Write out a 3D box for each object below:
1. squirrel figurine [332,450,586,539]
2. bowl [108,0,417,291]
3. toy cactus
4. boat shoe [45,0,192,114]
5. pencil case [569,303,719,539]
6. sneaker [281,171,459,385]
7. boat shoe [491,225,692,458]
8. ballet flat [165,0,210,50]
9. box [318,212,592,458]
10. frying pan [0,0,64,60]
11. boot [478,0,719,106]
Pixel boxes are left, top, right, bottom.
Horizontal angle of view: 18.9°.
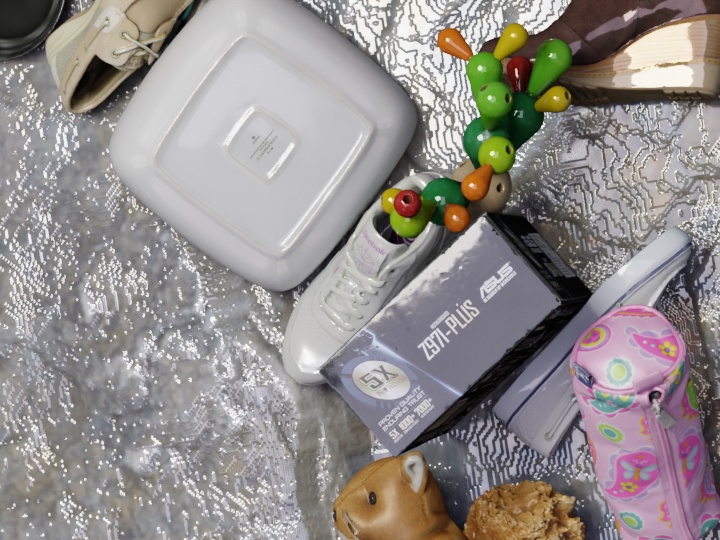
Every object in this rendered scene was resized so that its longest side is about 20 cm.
[{"bbox_3d":[0.073,0.223,1.629,0.198,0.142,0.188,-17,76,-1],"label":"squirrel figurine"},{"bbox_3d":[-0.076,-0.098,1.648,0.199,0.075,0.200,37,97,-8],"label":"bowl"},{"bbox_3d":[0.079,-0.082,1.557,0.102,0.165,0.201,24,62,14],"label":"toy cactus"},{"bbox_3d":[-0.176,-0.185,1.663,0.200,0.072,0.065,-31,64,44],"label":"boat shoe"},{"bbox_3d":[0.206,0.118,1.552,0.087,0.201,0.088,-10,44,9],"label":"pencil case"},{"bbox_3d":[0.000,0.000,1.645,0.075,0.100,0.200,41,98,18],"label":"sneaker"},{"bbox_3d":[0.193,0.063,1.613,0.086,0.075,0.202,44,102,10],"label":"boat shoe"},{"bbox_3d":[-0.120,-0.184,1.703,0.062,0.067,0.201,18,99,-15],"label":"ballet flat"},{"bbox_3d":[0.074,0.044,1.576,0.164,0.200,0.086,-44,82,10],"label":"box"},{"bbox_3d":[-0.323,-0.233,1.758,0.189,0.031,0.116,10,92,17],"label":"frying pan"},{"bbox_3d":[0.188,-0.212,1.630,0.198,0.072,0.168,3,79,15],"label":"boot"}]
